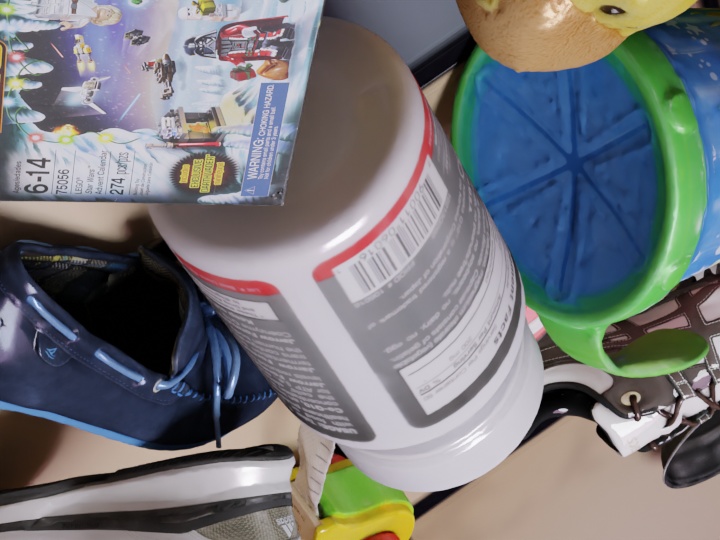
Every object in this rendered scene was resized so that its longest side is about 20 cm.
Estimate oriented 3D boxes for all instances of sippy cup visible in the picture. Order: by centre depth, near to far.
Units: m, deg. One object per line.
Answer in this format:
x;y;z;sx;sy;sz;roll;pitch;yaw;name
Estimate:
0.129;-0.055;1.214;0.130;0.140;0.178;-15;148;-38;sippy cup

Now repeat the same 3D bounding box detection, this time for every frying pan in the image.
0.237;0.088;1.695;0.115;0.031;0.190;-45;156;17;frying pan

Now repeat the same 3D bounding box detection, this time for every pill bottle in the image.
0.000;0.000;1.138;0.114;0.114;0.200;-35;142;-2;pill bottle

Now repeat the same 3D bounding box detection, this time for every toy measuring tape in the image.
-0.003;0.105;1.396;0.073;0.074;0.200;-24;151;-23;toy measuring tape

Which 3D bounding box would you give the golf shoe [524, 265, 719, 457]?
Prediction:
0.155;0.049;1.360;0.199;0.095;0.078;0;153;23;golf shoe

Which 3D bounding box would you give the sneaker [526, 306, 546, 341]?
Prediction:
0.086;-0.031;1.301;0.199;0.074;0.087;-26;139;-27;sneaker

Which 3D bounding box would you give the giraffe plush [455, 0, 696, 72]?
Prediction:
0.065;-0.138;0.973;0.172;0.163;0.200;-9;144;-42;giraffe plush

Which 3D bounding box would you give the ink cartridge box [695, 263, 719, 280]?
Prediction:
0.245;0.004;1.427;0.083;0.146;0.200;-41;156;-23;ink cartridge box

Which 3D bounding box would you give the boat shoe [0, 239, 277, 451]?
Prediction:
-0.088;0.030;1.152;0.069;0.085;0.200;-37;159;28;boat shoe

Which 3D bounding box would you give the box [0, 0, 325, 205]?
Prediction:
-0.080;-0.096;0.946;0.136;0.040;0.200;1;144;-9;box

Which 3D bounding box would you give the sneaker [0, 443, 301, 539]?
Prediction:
-0.105;0.144;1.208;0.200;0.116;0.075;-13;173;38;sneaker
